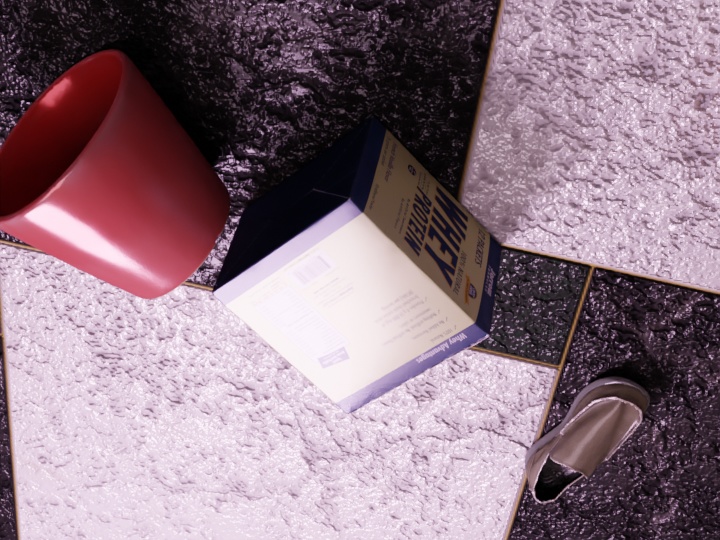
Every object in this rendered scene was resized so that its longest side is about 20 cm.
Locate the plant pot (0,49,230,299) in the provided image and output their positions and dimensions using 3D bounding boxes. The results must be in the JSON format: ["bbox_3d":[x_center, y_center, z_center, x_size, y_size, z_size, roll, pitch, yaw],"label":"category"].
[{"bbox_3d":[-0.233,-0.079,1.292,0.199,0.202,0.177,-26,129,31],"label":"plant pot"}]

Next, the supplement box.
[{"bbox_3d":[0.000,0.000,1.327,0.199,0.135,0.200,-31,117,33],"label":"supplement box"}]

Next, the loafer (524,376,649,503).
[{"bbox_3d":[0.249,0.194,1.475,0.074,0.070,0.201,26,131,-9],"label":"loafer"}]
